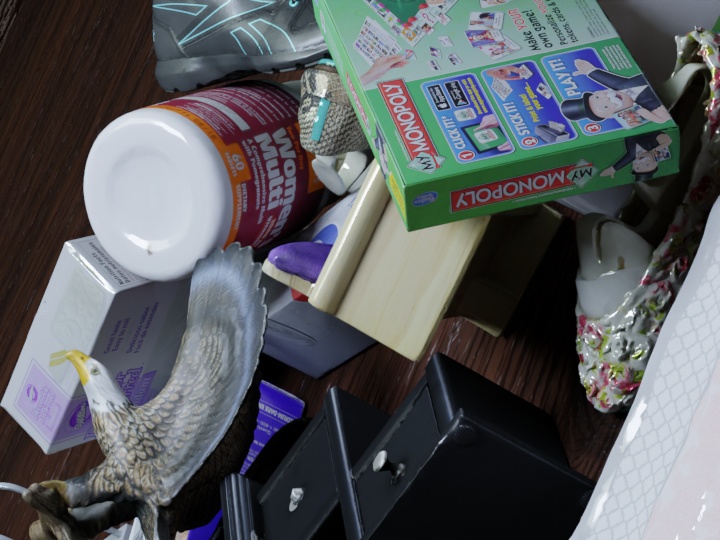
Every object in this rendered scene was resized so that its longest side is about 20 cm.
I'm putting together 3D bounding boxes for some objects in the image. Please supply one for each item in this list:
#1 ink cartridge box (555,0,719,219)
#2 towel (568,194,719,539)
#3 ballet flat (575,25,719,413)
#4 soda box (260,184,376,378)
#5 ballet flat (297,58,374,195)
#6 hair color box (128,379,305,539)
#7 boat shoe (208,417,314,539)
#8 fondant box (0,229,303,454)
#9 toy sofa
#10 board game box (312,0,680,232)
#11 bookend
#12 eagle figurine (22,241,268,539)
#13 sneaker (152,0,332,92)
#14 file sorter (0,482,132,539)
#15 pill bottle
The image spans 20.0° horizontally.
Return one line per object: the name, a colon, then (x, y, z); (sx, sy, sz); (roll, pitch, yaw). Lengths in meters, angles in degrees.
ink cartridge box: (0.110, -0.123, 1.170); (0.146, 0.084, 0.200); (-61, 21, 3)
towel: (0.174, 0.057, 0.872); (0.202, 0.032, 0.191); (-65, 21, -4)
ballet flat: (0.143, -0.031, 1.005); (0.202, 0.064, 0.076); (-65, 23, -4)
soda box: (0.000, 0.000, 1.306); (0.200, 0.068, 0.064); (-34, 35, 51)
ballet flat: (-0.001, -0.084, 1.312); (0.200, 0.067, 0.076); (12, -83, -74)
hair color box: (-0.108, 0.178, 1.354); (0.109, 0.064, 0.202); (-35, 35, 50)
boat shoe: (-0.067, 0.177, 1.226); (0.201, 0.070, 0.066); (-59, -19, -7)
fondant box: (-0.137, 0.035, 1.402); (0.058, 0.199, 0.145); (43, 124, 25)
toy sofa: (0.032, -0.017, 1.077); (0.083, 0.097, 0.200); (-62, -15, 10)
board game box: (0.061, -0.101, 1.007); (0.201, 0.133, 0.029); (-111, 10, -51)
bookend: (0.019, 0.117, 1.081); (0.201, 0.092, 0.199); (-53, 22, 21)
eagle figurine: (-0.116, 0.094, 1.235); (0.199, 0.152, 0.151); (-37, 30, -18)
sneaker: (-0.060, -0.164, 1.303); (0.198, 0.080, 0.075); (-6, 10, 34)
file sorter: (-0.269, 0.279, 1.529); (0.139, 0.124, 0.201); (-37, 32, 48)
pill bottle: (-0.084, -0.066, 1.340); (0.110, 0.110, 0.200); (-50, -13, 29)
